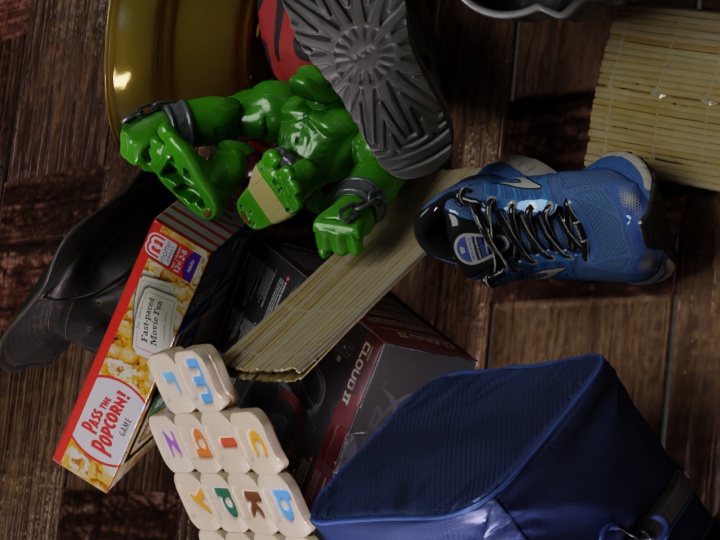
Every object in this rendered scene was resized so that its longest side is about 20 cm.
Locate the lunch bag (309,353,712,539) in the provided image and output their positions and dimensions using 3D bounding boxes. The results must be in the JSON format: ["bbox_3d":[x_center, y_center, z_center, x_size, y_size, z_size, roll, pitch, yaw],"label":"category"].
[{"bbox_3d":[0.089,0.137,1.382,0.136,0.132,0.200,-45,19,-29],"label":"lunch bag"}]

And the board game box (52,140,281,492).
[{"bbox_3d":[-0.118,0.030,1.708,0.046,0.151,0.200,30,120,9],"label":"board game box"}]

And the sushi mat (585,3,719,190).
[{"bbox_3d":[0.193,-0.091,1.404,0.200,0.012,0.096,16,94,56],"label":"sushi mat"}]

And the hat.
[{"bbox_3d":[-0.159,0.015,1.817,0.081,0.201,0.201,40,121,9],"label":"hat"}]

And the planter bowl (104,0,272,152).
[{"bbox_3d":[-0.103,-0.168,1.773,0.083,0.200,0.201,9,88,12],"label":"planter bowl"}]

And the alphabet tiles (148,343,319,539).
[{"bbox_3d":[-0.070,0.138,1.573,0.196,0.015,0.200,-11,103,67],"label":"alphabet tiles"}]

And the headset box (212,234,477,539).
[{"bbox_3d":[-0.019,0.085,1.619,0.200,0.075,0.149,37,111,53],"label":"headset box"}]

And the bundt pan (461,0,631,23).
[{"bbox_3d":[0.109,-0.227,1.464,0.201,0.076,0.202,-4,78,17],"label":"bundt pan"}]

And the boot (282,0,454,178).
[{"bbox_3d":[0.007,-0.156,1.536,0.200,0.072,0.182,-81,-26,-64],"label":"boot"}]

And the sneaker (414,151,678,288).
[{"bbox_3d":[0.099,-0.019,1.449,0.200,0.089,0.079,2,111,59],"label":"sneaker"}]

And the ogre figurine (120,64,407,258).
[{"bbox_3d":[-0.046,-0.072,1.621,0.200,0.120,0.098,1,115,47],"label":"ogre figurine"}]

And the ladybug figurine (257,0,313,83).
[{"bbox_3d":[-0.019,-0.194,1.704,0.136,0.072,0.201,-9,73,54],"label":"ladybug figurine"}]

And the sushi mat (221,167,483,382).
[{"bbox_3d":[0.000,0.000,1.557,0.200,0.012,0.096,-44,25,-28],"label":"sushi mat"}]
